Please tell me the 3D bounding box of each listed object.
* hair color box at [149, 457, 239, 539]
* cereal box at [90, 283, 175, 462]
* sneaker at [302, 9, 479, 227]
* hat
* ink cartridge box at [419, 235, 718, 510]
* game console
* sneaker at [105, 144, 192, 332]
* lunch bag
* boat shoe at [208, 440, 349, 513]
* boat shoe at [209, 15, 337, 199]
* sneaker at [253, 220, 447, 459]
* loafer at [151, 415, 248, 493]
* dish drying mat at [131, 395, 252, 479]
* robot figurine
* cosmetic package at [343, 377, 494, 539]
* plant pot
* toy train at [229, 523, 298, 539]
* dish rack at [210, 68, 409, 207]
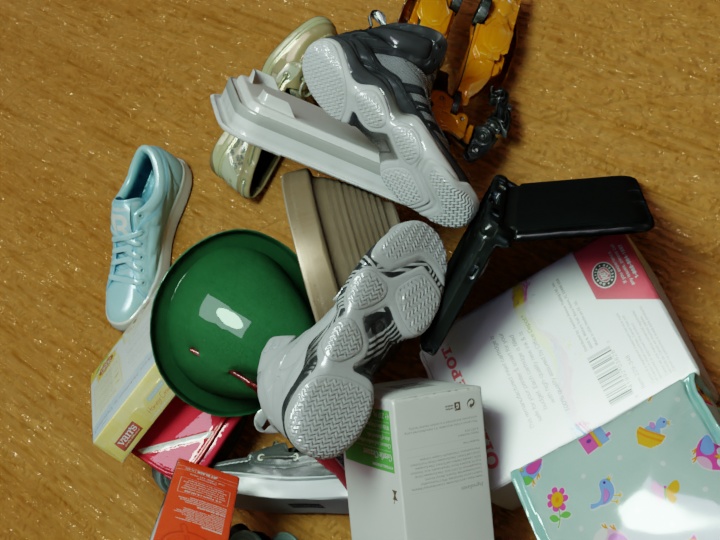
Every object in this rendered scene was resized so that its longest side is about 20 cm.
[{"bbox_3d":[-0.144,0.241,0.913,0.060,0.200,0.103,19,104,-7],"label":"hair color box"},{"bbox_3d":[-0.205,0.087,1.127,0.144,0.039,0.200,-52,19,2],"label":"cereal box"},{"bbox_3d":[0.050,-0.138,0.993,0.200,0.076,0.114,48,59,3],"label":"sneaker"},{"bbox_3d":[-0.058,0.073,0.977,0.167,0.200,0.175,-56,35,-9],"label":"hat"},{"bbox_3d":[0.168,0.082,0.952,0.198,0.085,0.149,-32,58,17],"label":"ink cartridge box"},{"bbox_3d":[0.143,-0.010,0.962,0.115,0.200,0.178,28,107,1],"label":"game console"},{"bbox_3d":[-0.245,-0.039,1.240,0.073,0.082,0.203,1,71,30],"label":"sneaker"},{"bbox_3d":[0.228,0.207,0.844,0.169,0.122,0.202,-32,55,14],"label":"lunch bag"},{"bbox_3d":[-0.063,0.186,1.058,0.197,0.069,0.057,-2,63,22],"label":"boat shoe"},{"bbox_3d":[-0.078,-0.168,1.211,0.063,0.073,0.201,41,103,29],"label":"boat shoe"},{"bbox_3d":[-0.015,0.048,0.899,0.114,0.075,0.202,-5,50,60],"label":"sneaker"},{"bbox_3d":[-0.144,0.123,1.134,0.063,0.072,0.202,14,69,52],"label":"loafer"},{"bbox_3d":[-0.131,0.101,1.082,0.076,0.018,0.201,28,76,22],"label":"dish drying mat"},{"bbox_3d":[0.083,-0.193,1.096,0.143,0.058,0.203,22,69,-7],"label":"robot figurine"},{"bbox_3d":[0.047,0.192,0.911,0.107,0.084,0.204,-5,90,64],"label":"cosmetic package"},{"bbox_3d":[0.000,0.000,1.027,0.091,0.202,0.203,-17,61,2],"label":"plant pot"},{"bbox_3d":[-0.066,0.308,0.999,0.199,0.085,0.115,34,98,35],"label":"toy train"},{"bbox_3d":[-0.036,-0.127,1.063,0.044,0.198,0.172,-64,18,13],"label":"dish rack"}]
